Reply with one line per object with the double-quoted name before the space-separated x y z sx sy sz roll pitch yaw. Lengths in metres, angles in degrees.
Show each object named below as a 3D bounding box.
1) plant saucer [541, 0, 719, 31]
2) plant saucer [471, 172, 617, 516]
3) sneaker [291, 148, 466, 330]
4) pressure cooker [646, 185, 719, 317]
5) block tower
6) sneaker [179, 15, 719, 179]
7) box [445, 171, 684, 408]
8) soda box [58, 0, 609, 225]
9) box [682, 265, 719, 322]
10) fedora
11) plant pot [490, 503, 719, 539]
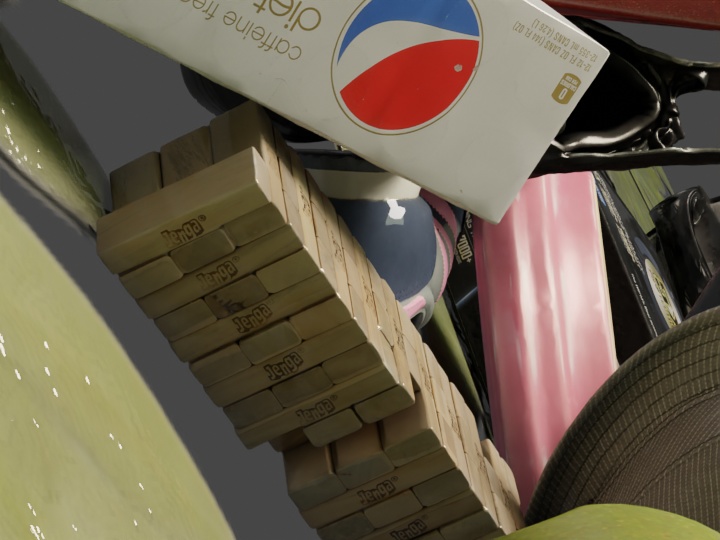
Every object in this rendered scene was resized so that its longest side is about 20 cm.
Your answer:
"plant saucer" 0.034 -0.116 0.854 0.200 0.199 0.037 -159 -105 -65
"plant saucer" 0.081 0.036 0.974 0.201 0.051 0.201 -6 90 -85
"sneaker" 0.000 0.000 0.866 0.200 0.070 0.082 6 86 -80
"pressure cooker" 0.234 0.048 1.419 0.176 0.179 0.200 13 -31 48
"block tower" -0.009 0.036 0.738 0.200 0.054 0.058 56 14 -37
"sneaker" 0.044 -0.068 0.843 0.199 0.104 0.060 11 82 -26
"box" 0.118 0.053 1.156 0.164 0.086 0.200 45 23 -59
"soda box" -0.024 -0.087 0.694 0.200 0.068 0.064 25 12 -37
"box" 0.183 0.097 0.963 0.148 0.107 0.200 -50 149 -41
"fedora" 0.135 0.117 0.753 0.177 0.200 0.090 27 26 -2
"plant pot" 0.081 0.156 0.614 0.201 0.200 0.184 60 2 -20
